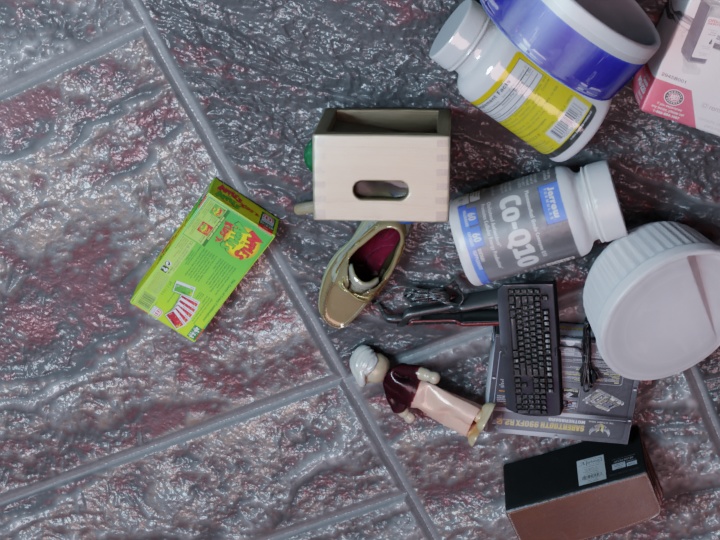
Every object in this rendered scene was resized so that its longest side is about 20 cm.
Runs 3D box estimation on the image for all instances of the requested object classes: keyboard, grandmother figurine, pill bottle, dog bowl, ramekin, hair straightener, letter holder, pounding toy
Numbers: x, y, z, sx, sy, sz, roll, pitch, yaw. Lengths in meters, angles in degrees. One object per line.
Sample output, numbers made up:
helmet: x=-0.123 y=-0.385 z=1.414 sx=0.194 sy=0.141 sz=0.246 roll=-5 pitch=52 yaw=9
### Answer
keyboard: x=0.244 y=0.102 z=1.695 sx=0.126 sy=0.021 sz=0.201 roll=-4 pitch=119 yaw=7
grandmother figurine: x=0.075 y=0.162 z=1.759 sx=0.199 sy=0.061 sz=0.122 roll=29 pitch=130 yaw=5
pill bottle: x=0.217 y=-0.061 z=1.605 sx=0.199 sy=0.114 sz=0.114 roll=-17 pitch=117 yaw=13
pill bottle: x=0.182 y=-0.223 z=1.517 sx=0.199 sy=0.112 sz=0.111 roll=34 pitch=117 yaw=-14
dog bowl: x=0.225 y=-0.280 z=1.430 sx=0.199 sy=0.201 sz=0.079 roll=33 pitch=120 yaw=-14
ramekin: x=0.368 y=0.030 z=1.626 sx=0.201 sy=0.094 sz=0.203 roll=-12 pitch=129 yaw=-14
hair straightener: x=0.112 y=0.034 z=1.717 sx=0.198 sy=0.041 sz=0.077 roll=0 pitch=120 yaw=10
letter holder: x=0.315 y=0.326 z=1.827 sx=0.199 sy=0.101 sz=0.143 roll=-18 pitch=119 yaw=14
pounding toy: x=0.008 y=-0.112 z=1.569 sx=0.198 sy=0.184 sz=0.143 roll=1 pitch=108 yaw=4

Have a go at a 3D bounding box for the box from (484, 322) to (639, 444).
box: x=0.269 y=0.147 z=1.757 sx=0.198 sy=0.048 sz=0.159 roll=4 pitch=120 yaw=3

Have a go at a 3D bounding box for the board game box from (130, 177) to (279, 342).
board game box: x=-0.202 y=-0.012 z=1.705 sx=0.101 sy=0.048 sz=0.200 roll=32 pitch=117 yaw=-14

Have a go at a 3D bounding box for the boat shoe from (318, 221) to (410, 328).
boat shoe: x=0.000 y=0.000 z=1.684 sx=0.074 sy=0.067 sz=0.201 roll=23 pitch=119 yaw=-9

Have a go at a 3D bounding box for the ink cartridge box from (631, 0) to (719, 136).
ink cartridge box: x=0.415 y=-0.262 z=1.492 sx=0.145 sy=0.085 sz=0.201 roll=17 pitch=118 yaw=-5
